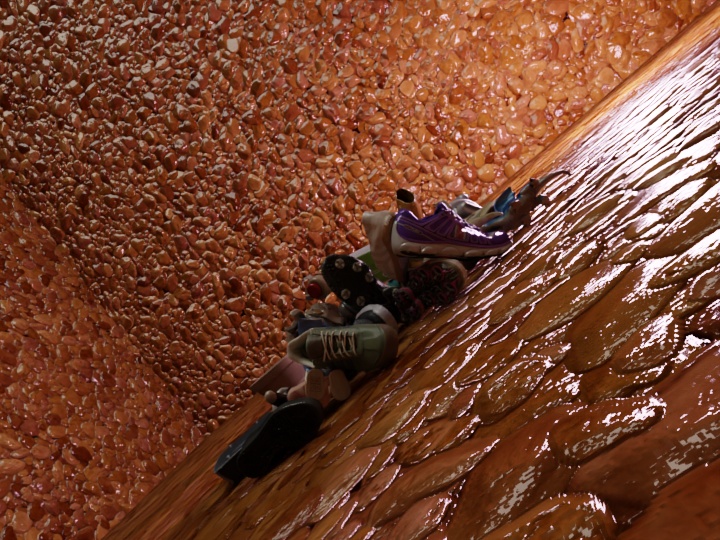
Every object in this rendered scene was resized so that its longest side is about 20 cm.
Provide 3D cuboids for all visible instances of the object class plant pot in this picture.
[{"bbox_3d":[-0.228,0.316,1.592,0.200,0.093,0.201,-40,-1,-1],"label":"plant pot"}]

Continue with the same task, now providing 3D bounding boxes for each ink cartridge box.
[{"bbox_3d":[0.000,0.000,1.147,0.197,0.077,0.148,-27,6,5],"label":"ink cartridge box"}]

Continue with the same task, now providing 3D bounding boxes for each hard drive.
[{"bbox_3d":[-0.196,0.312,0.949,0.134,0.043,0.200,-40,-1,-17],"label":"hard drive"}]

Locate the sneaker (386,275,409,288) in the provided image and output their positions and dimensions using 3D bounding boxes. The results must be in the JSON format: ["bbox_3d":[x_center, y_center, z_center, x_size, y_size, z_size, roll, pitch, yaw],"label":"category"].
[{"bbox_3d":[0.106,0.027,1.227,0.121,0.084,0.200,-46,2,32],"label":"sneaker"}]

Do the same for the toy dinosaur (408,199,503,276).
[{"bbox_3d":[0.158,-0.065,0.911,0.199,0.103,0.058,-39,-28,30],"label":"toy dinosaur"}]

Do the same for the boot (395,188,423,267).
[{"bbox_3d":[0.118,-0.076,1.114,0.070,0.146,0.202,-20,38,-7],"label":"boot"}]

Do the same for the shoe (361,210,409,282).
[{"bbox_3d":[0.047,-0.040,0.884,0.201,0.052,0.071,64,-141,-61],"label":"shoe"}]

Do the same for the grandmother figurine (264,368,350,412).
[{"bbox_3d":[-0.094,0.200,0.835,0.200,0.119,0.062,137,142,-56],"label":"grandmother figurine"}]

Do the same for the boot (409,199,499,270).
[{"bbox_3d":[0.178,-0.075,1.018,0.153,0.073,0.200,5,37,41],"label":"boot"}]

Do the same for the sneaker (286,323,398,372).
[{"bbox_3d":[-0.037,0.116,0.780,0.088,0.069,0.199,5,-12,-35],"label":"sneaker"}]

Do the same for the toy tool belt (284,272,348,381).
[{"bbox_3d":[-0.087,0.121,1.023,0.123,0.204,0.123,3,23,30],"label":"toy tool belt"}]

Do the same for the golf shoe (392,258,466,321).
[{"bbox_3d":[0.120,0.015,0.856,0.092,0.073,0.200,-38,-2,-23],"label":"golf shoe"}]

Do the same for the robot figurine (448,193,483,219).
[{"bbox_3d":[0.205,-0.083,1.165,0.200,0.111,0.173,137,151,-68],"label":"robot figurine"}]

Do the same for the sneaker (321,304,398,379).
[{"bbox_3d":[-0.013,0.136,0.900,0.114,0.076,0.200,-45,-1,-35],"label":"sneaker"}]

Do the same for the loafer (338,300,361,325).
[{"bbox_3d":[0.012,0.098,1.034,0.063,0.072,0.199,-55,-28,10],"label":"loafer"}]

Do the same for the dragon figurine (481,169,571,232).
[{"bbox_3d":[0.266,-0.109,0.907,0.200,0.059,0.099,-48,9,-17],"label":"dragon figurine"}]

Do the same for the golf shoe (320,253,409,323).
[{"bbox_3d":[0.004,0.038,0.956,0.088,0.198,0.078,2,64,64],"label":"golf shoe"}]

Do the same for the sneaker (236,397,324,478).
[{"bbox_3d":[-0.113,0.226,0.766,0.200,0.060,0.104,-44,1,22],"label":"sneaker"}]

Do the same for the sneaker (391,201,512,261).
[{"bbox_3d":[0.143,-0.059,0.805,0.196,0.086,0.080,4,-4,-19],"label":"sneaker"}]
